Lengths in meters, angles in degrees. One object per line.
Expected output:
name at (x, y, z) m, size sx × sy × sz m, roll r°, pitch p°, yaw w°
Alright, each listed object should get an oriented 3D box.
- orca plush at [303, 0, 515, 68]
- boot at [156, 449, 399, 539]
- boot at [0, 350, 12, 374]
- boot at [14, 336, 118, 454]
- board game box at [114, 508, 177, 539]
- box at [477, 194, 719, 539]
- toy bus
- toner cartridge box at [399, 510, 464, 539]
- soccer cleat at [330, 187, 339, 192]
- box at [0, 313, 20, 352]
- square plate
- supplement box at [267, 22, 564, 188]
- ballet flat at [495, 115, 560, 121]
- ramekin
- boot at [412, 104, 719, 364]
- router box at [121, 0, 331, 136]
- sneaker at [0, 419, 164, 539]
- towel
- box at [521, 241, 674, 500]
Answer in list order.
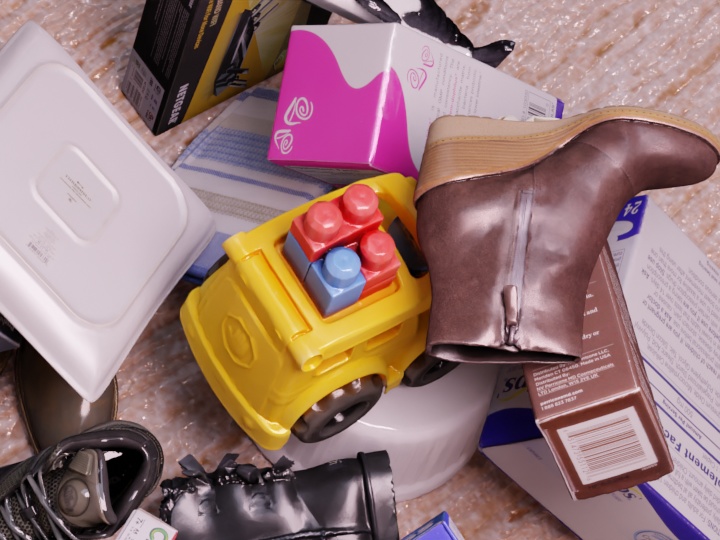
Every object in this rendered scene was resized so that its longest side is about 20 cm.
orca plush at (0.024, -0.203, 1.602) m, size 0.200 × 0.105 × 0.071 m, roll 23°, pitch 90°, yaw -17°
boot at (-0.050, 0.216, 1.548) m, size 0.162 × 0.073 × 0.199 m, roll -8°, pitch 87°, yaw -4°
boot at (-0.264, -0.008, 1.608) m, size 0.073 × 0.075 × 0.201 m, roll 16°, pitch 61°, yaw -9°
boot at (-0.202, 0.043, 1.576) m, size 0.074 × 0.097 × 0.201 m, roll -1°, pitch 70°, yaw -8°
board game box at (-0.187, 0.260, 1.457) m, size 0.035 × 0.126 × 0.200 m, roll 30°, pitch 59°, yaw 2°
box at (0.196, 0.085, 1.626) m, size 0.184 × 0.105 × 0.200 m, roll 42°, pitch 52°, yaw -31°
toy bus at (0.000, 0.000, 1.497) m, size 0.200 × 0.192 × 0.136 m, roll -25°, pitch 70°, yaw -26°
toner cartridge box at (-0.002, 0.252, 1.493) m, size 0.200 × 0.043 × 0.095 m, roll -33°, pitch 90°, yaw 5°
soccer cleat at (0.026, -0.071, 1.730) m, size 0.078 × 0.069 × 0.200 m, roll 44°, pitch 57°, yaw 6°
box at (-0.312, -0.040, 1.552) m, size 0.148 × 0.107 × 0.201 m, roll -14°, pitch 58°, yaw 25°
square plate at (-0.195, -0.046, 1.523) m, size 0.200 × 0.028 × 0.198 m, roll 48°, pitch 43°, yaw -16°
supplement box at (0.042, -0.100, 1.620) m, size 0.200 × 0.103 × 0.102 m, roll 19°, pitch 79°, yaw -49°
ballet flat at (0.113, -0.077, 1.593) m, size 0.200 × 0.067 × 0.064 m, roll 0°, pitch 67°, yaw -47°
ramekin at (0.011, 0.057, 1.638) m, size 0.200 × 0.098 × 0.201 m, roll 7°, pitch 61°, yaw -12°
boot at (0.133, -0.017, 1.428) m, size 0.199 × 0.072 × 0.167 m, roll 0°, pitch 64°, yaw -4°
router box at (-0.086, -0.198, 1.686) m, size 0.157 × 0.200 × 0.052 m, roll -30°, pitch 74°, yaw -26°
sneaker at (-0.220, 0.158, 1.496) m, size 0.199 × 0.114 × 0.076 m, roll -24°, pitch 88°, yaw -9°
towel at (-0.083, -0.062, 1.672) m, size 0.147 × 0.024 × 0.200 m, roll 13°, pitch 49°, yaw 38°
box at (0.139, 0.036, 1.482) m, size 0.075 × 0.100 × 0.200 m, roll -17°, pitch 48°, yaw 10°
